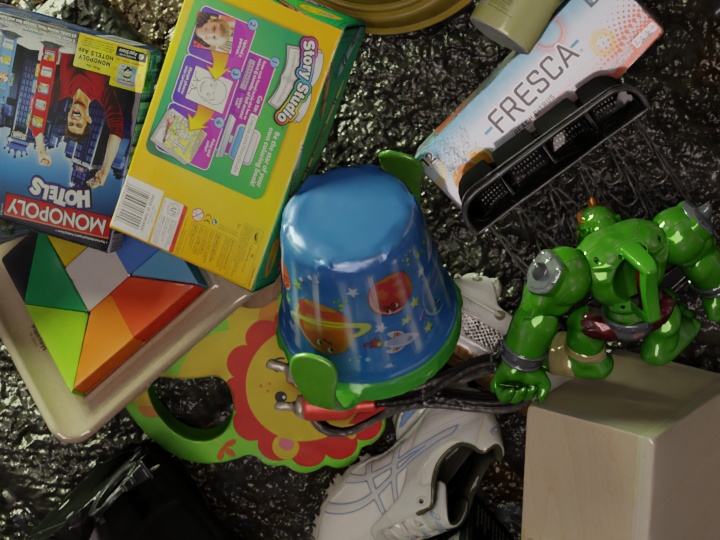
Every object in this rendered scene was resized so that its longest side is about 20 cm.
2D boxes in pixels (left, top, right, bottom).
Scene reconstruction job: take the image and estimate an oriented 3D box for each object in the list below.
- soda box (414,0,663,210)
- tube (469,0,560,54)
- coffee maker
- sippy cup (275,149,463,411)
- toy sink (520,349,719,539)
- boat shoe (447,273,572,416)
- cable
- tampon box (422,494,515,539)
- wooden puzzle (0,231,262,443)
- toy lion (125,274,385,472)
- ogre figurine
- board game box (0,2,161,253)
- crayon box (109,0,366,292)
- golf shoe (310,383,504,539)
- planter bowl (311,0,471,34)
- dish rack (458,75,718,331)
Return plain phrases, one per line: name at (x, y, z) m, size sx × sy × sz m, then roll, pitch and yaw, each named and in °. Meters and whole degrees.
soda box at (0.130, -0.131, 1.533) m, size 0.068 × 0.064 × 0.200 m, roll 44°, pitch 102°, yaw -4°
tube at (0.150, -0.250, 1.480) m, size 0.058 × 0.052 × 0.201 m, roll 30°, pitch 89°, yaw 14°
coffee maker at (-0.144, 0.243, 1.575) m, size 0.135 × 0.192 × 0.200 m, roll -42°, pitch 97°, yaw -4°
sippy cup at (0.000, 0.000, 1.469) m, size 0.139 × 0.179 × 0.131 m, roll -17°, pitch 141°, yaw -5°
toy sink at (0.209, 0.140, 1.542) m, size 0.111 × 0.200 × 0.131 m, roll 14°, pitch 113°, yaw 33°
boat shoe at (0.082, 0.035, 1.577) m, size 0.199 × 0.071 × 0.070 m, roll 35°, pitch 77°, yaw 5°
cable at (0.029, 0.094, 1.537) m, size 0.198 × 0.050 × 0.098 m, roll 10°, pitch 116°, yaw 16°
tampon box at (0.092, 0.305, 1.596) m, size 0.150 × 0.126 × 0.200 m, roll -39°, pitch 96°, yaw 12°
wooden puzzle at (-0.189, 0.000, 1.562) m, size 0.200 × 0.037 × 0.186 m, roll -38°, pitch 63°, yaw 10°
toy lion at (-0.076, 0.080, 1.605) m, size 0.199 × 0.069 × 0.192 m, roll -34°, pitch 104°, yaw 12°
ogre figurine at (0.185, 0.016, 1.466) m, size 0.198 × 0.099 × 0.120 m, roll -5°, pitch 133°, yaw -2°
board game box at (-0.250, -0.088, 1.550) m, size 0.199 × 0.062 × 0.201 m, roll 17°, pitch 101°, yaw 19°
crayon box at (-0.087, -0.101, 1.471) m, size 0.118 × 0.058 × 0.201 m, roll 24°, pitch 104°, yaw 12°
golf shoe at (0.035, 0.176, 1.582) m, size 0.078 × 0.097 × 0.201 m, roll 23°, pitch 109°, yaw -34°
planter bowl at (0.005, -0.254, 1.437) m, size 0.199 × 0.084 × 0.202 m, roll 3°, pitch 108°, yaw 10°
dish rack at (0.173, -0.035, 1.519) m, size 0.153 × 0.055 × 0.200 m, roll -35°, pitch 122°, yaw 6°
